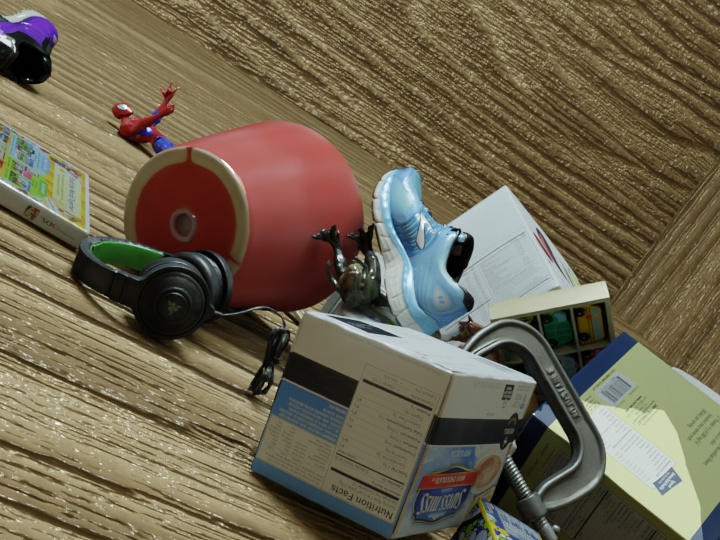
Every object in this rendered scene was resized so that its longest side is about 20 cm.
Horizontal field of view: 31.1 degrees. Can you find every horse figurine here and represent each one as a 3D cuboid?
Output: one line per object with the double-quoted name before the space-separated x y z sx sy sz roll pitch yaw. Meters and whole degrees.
"horse figurine" 0.130 0.134 1.360 0.200 0.132 0.050 49 38 -16

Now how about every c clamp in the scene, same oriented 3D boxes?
"c clamp" 0.137 0.143 1.132 0.170 0.027 0.201 -18 77 -30

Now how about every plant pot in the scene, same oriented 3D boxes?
"plant pot" -0.123 -0.049 1.262 0.200 0.201 0.177 39 20 19

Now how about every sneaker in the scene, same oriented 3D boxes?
"sneaker" 0.068 -0.021 1.256 0.078 0.090 0.201 57 18 -50
"sneaker" -0.419 -0.271 1.616 0.099 0.070 0.200 43 15 5

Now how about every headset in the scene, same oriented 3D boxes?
"headset" -0.156 0.032 1.121 0.199 0.094 0.123 22 12 8

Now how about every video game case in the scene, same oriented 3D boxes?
"video game case" -0.337 -0.102 1.215 0.182 0.023 0.200 32 10 -20

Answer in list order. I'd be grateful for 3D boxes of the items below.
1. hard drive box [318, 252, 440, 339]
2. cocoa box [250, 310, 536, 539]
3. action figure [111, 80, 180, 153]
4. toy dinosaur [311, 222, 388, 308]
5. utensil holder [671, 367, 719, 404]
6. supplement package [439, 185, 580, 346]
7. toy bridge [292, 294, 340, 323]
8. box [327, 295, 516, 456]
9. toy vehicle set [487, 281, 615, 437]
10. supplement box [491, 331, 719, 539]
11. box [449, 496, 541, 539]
"hard drive box" 0.044 0.060 1.576 0.156 0.077 0.200 37 10 5
"cocoa box" 0.031 0.120 1.020 0.133 0.132 0.200 21 3 26
"action figure" -0.238 -0.178 1.698 0.200 0.099 0.065 36 8 14
"toy dinosaur" 0.000 0.000 1.238 0.088 0.047 0.200 68 14 12
"utensil holder" 0.350 0.233 1.446 0.170 0.200 0.170 34 10 -7
"supplement package" 0.183 0.052 1.497 0.191 0.147 0.200 47 14 -36
"toy bridge" -0.017 0.052 1.410 0.199 0.067 0.027 20 1 27
"box" 0.040 0.119 1.229 0.200 0.097 0.177 35 10 -5
"toy vehicle set" 0.213 0.103 1.382 0.027 0.124 0.200 -93 169 -50
"supplement box" 0.266 0.203 1.269 0.200 0.135 0.200 39 41 18
"box" 0.111 0.249 0.939 0.064 0.070 0.200 31 11 -14
